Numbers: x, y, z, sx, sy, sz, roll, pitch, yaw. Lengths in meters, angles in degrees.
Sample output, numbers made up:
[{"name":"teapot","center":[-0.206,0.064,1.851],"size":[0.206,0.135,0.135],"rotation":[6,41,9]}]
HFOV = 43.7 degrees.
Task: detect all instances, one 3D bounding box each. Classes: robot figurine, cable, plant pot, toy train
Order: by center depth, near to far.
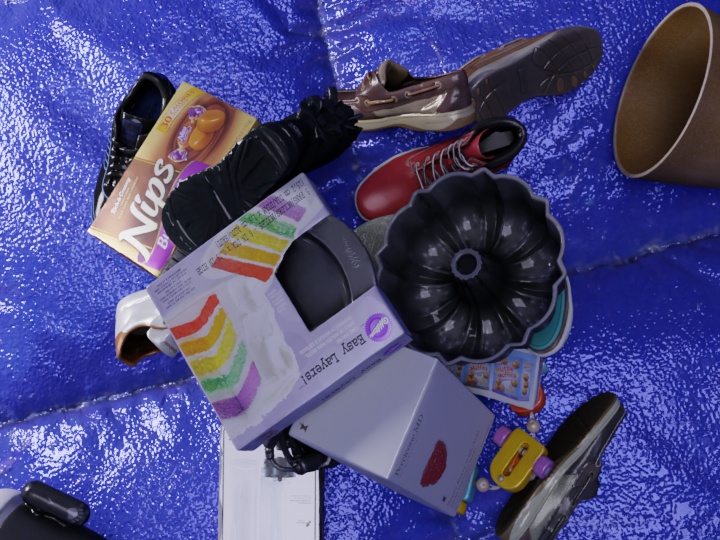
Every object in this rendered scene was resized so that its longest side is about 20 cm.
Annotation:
[{"name":"cable","center":[-0.035,0.111,0.946],"size":[0.050,0.162,0.204],"rotation":[0,86,42]},{"name":"plant pot","center":[0.407,-0.164,0.965],"size":[0.197,0.186,0.190],"rotation":[15,86,-9]},{"name":"robot figurine","center":[-0.353,0.323,0.978],"size":[0.198,0.125,0.152],"rotation":[27,63,5]},{"name":"toy train","center":[0.139,0.185,1.002],"size":[0.198,0.056,0.152],"rotation":[-31,58,10]}]

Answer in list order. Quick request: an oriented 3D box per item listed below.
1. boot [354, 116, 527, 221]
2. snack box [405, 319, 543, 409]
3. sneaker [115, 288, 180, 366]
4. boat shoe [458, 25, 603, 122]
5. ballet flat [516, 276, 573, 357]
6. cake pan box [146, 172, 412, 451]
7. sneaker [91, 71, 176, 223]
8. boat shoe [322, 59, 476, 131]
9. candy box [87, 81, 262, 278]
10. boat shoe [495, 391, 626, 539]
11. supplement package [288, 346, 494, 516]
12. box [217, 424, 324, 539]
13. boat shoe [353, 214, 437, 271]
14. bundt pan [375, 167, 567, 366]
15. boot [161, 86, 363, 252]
[{"name":"boot","center":[0.083,-0.112,0.980],"size":[0.197,0.144,0.073],"rotation":[-24,91,3]},{"name":"snack box","center":[0.099,0.090,0.977],"size":[0.197,0.024,0.073],"rotation":[14,119,22]},{"name":"sneaker","center":[-0.167,0.044,0.916],"size":[0.198,0.073,0.085],"rotation":[-27,42,20]},{"name":"boat shoe","center":[0.185,-0.234,1.019],"size":[0.198,0.072,0.077],"rotation":[-22,125,-18]},{"name":"ballet flat","center":[0.195,0.011,0.969],"size":[0.068,0.070,0.202],"rotation":[-11,52,2]},{"name":"cake pan box","center":[-0.074,0.037,0.838],"size":[0.199,0.052,0.186],"rotation":[-33,77,5]},{"name":"sneaker","center":[-0.267,-0.133,1.033],"size":[0.069,0.078,0.203],"rotation":[18,86,4]},{"name":"boat shoe","center":[0.035,-0.197,0.989],"size":[0.198,0.072,0.073],"rotation":[12,124,38]},{"name":"candy box","center":[-0.197,-0.094,0.989],"size":[0.116,0.056,0.202],"rotation":[29,82,25]},{"name":"boat shoe","center":[0.230,0.227,0.986],"size":[0.066,0.072,0.202],"rotation":[39,87,-6]},{"name":"supplement package","center":[0.039,0.156,0.910],"size":[0.118,0.200,0.123],"rotation":[18,76,31]},{"name":"box","center":[-0.098,0.272,0.999],"size":[0.114,0.060,0.204],"rotation":[-1,85,3]},{"name":"boat shoe","center":[0.000,0.000,1.015],"size":[0.198,0.062,0.075],"rotation":[-31,65,4]},{"name":"bundt pan","center":[0.118,0.004,0.914],"size":[0.199,0.076,0.205],"rotation":[-8,70,23]},{"name":"boot","center":[-0.096,-0.104,0.920],"size":[0.197,0.162,0.074],"rotation":[-36,92,32]}]
